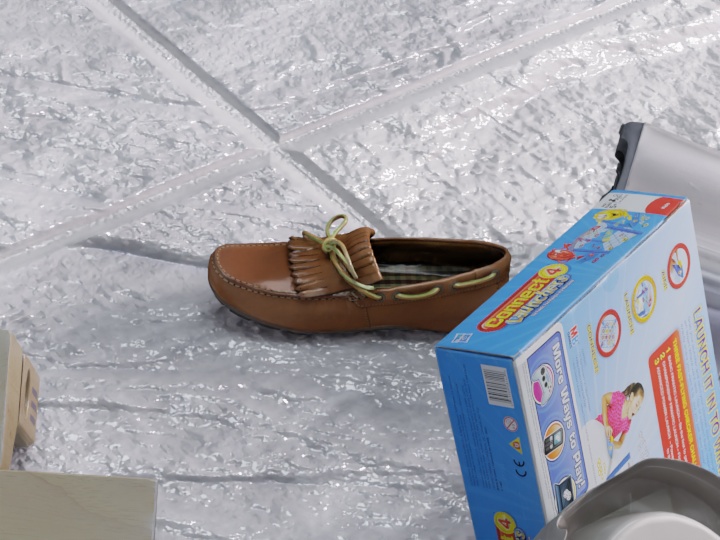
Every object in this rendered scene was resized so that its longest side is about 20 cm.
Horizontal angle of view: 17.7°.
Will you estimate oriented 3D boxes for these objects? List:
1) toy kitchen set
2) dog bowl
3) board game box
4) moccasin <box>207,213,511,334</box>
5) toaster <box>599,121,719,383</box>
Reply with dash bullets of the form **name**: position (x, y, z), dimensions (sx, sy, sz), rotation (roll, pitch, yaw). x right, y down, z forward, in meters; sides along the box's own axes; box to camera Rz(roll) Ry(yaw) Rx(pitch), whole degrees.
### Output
- **toy kitchen set**: position (-0.194, 0.146, 1.316), dimensions (0.161, 0.180, 0.202), rotation (4, 79, -2)
- **dog bowl**: position (0.162, 0.206, 1.255), dimensions (0.199, 0.059, 0.202), rotation (16, 61, -32)
- **board game box**: position (0.136, 0.086, 1.352), dimensions (0.056, 0.202, 0.196), rotation (8, 32, 37)
- **moccasin**: position (0.000, 0.001, 1.521), dimensions (0.199, 0.078, 0.074), rotation (6, 39, -4)
- **toaster**: position (0.212, -0.005, 1.545), dimensions (0.128, 0.114, 0.201), rotation (17, 38, 5)
